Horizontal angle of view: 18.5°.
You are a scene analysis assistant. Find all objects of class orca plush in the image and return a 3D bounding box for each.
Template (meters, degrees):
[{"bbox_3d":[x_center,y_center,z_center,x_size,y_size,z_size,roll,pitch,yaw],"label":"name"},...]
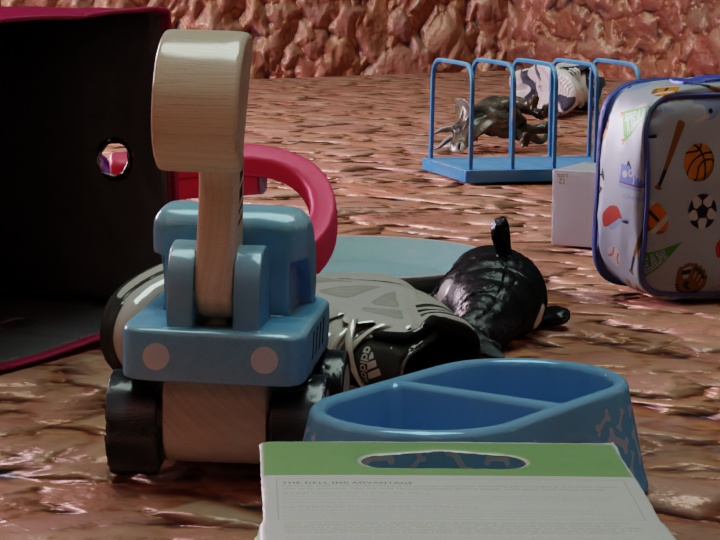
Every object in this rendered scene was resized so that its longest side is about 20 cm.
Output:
[{"bbox_3d":[0.071,0.002,1.376,0.104,0.072,0.200,4,9,21],"label":"orca plush"}]

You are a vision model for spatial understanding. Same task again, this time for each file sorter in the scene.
[{"bbox_3d":[0.180,-0.159,2.316,0.198,0.124,0.139,-2,8,-17],"label":"file sorter"}]

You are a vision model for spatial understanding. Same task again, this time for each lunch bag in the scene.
[{"bbox_3d":[0.258,-0.064,1.540,0.199,0.162,0.075,-4,10,-28],"label":"lunch bag"}]

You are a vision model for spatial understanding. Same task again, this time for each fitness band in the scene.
[{"bbox_3d":[-0.114,-0.028,1.470,0.198,0.038,0.144,-5,39,-1],"label":"fitness band"}]

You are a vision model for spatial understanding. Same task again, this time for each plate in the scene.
[{"bbox_3d":[0.000,0.000,1.544,0.198,0.026,0.200,0,9,0],"label":"plate"}]

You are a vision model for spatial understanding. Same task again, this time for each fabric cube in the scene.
[{"bbox_3d":[-0.243,-0.058,1.328,0.198,0.198,0.200,3,9,27],"label":"fabric cube"}]

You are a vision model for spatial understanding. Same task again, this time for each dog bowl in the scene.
[{"bbox_3d":[0.049,0.076,0.949,0.111,0.050,0.200,7,11,33],"label":"dog bowl"}]

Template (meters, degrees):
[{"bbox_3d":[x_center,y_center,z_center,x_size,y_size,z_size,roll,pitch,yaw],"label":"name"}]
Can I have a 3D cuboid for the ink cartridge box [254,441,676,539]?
[{"bbox_3d":[0.035,0.104,0.761,0.144,0.048,0.200,1,8,-3],"label":"ink cartridge box"}]

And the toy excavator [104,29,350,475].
[{"bbox_3d":[-0.062,-0.007,0.972,0.099,0.202,0.194,1,8,6],"label":"toy excavator"}]

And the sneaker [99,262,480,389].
[{"bbox_3d":[-0.027,0.032,1.147,0.199,0.076,0.115,-1,6,-28],"label":"sneaker"}]

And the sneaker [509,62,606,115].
[{"bbox_3d":[0.309,-0.267,3.204,0.129,0.080,0.199,-11,1,-17],"label":"sneaker"}]

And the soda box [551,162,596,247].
[{"bbox_3d":[0.255,-0.047,1.762,0.199,0.064,0.068,5,10,30],"label":"soda box"}]

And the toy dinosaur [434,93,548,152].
[{"bbox_3d":[0.171,-0.183,2.638,0.102,0.078,0.200,13,16,26],"label":"toy dinosaur"}]

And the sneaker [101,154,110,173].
[{"bbox_3d":[-0.206,-0.043,1.588,0.080,0.089,0.200,3,11,-6],"label":"sneaker"}]
